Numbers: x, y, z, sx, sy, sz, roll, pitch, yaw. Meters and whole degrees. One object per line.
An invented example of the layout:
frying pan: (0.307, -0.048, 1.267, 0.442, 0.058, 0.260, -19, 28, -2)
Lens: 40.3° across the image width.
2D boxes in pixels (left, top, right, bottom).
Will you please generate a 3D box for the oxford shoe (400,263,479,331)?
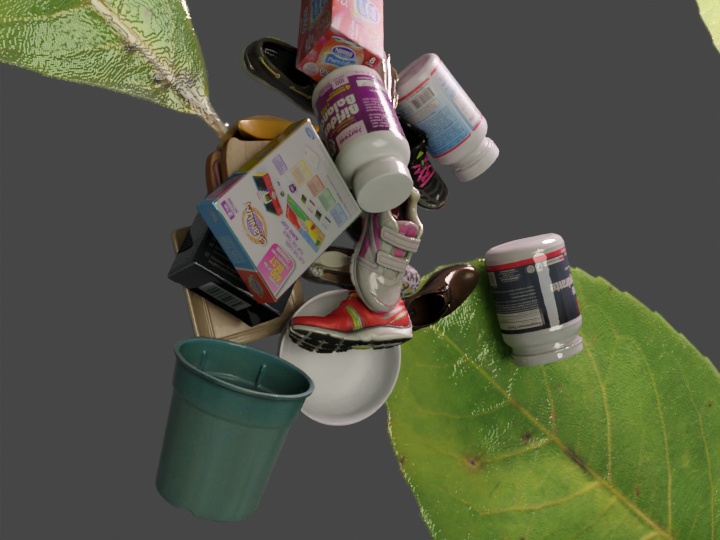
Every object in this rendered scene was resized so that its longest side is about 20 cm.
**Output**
oxford shoe: (0.132, 0.049, 1.611, 0.199, 0.084, 0.073, -33, 101, -29)

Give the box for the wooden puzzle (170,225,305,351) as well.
wooden puzzle: (-0.178, 0.013, 1.464, 0.198, 0.037, 0.188, -15, 94, -35)

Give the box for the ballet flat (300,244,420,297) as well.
ballet flat: (0.000, 0.000, 1.490, 0.198, 0.072, 0.073, 10, 81, -9)

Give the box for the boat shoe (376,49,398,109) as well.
boat shoe: (0.026, -0.255, 1.527, 0.059, 0.071, 0.202, 38, 43, -46)

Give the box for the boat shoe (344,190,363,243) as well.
boat shoe: (0.007, -0.081, 1.489, 0.199, 0.067, 0.072, 38, 81, -25)

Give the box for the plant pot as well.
plant pot: (-0.185, 0.221, 1.345, 0.198, 0.200, 0.198, 13, 100, -28)

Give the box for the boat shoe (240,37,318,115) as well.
boat shoe: (-0.086, -0.294, 1.510, 0.199, 0.060, 0.073, 21, 73, -28)

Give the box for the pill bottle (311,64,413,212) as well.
pill bottle: (0.006, -0.185, 1.392, 0.111, 0.113, 0.202, 1, 52, -30)

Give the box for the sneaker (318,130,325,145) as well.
sneaker: (-0.006, -0.138, 1.549, 0.199, 0.077, 0.086, 31, 84, -15)

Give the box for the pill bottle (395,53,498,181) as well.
pill bottle: (0.138, -0.248, 1.619, 0.200, 0.108, 0.109, 50, 65, -18)

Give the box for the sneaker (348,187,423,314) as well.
sneaker: (0.041, -0.039, 1.413, 0.081, 0.088, 0.203, 8, 81, -35)

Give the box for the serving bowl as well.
serving bowl: (-0.040, 0.129, 1.490, 0.198, 0.066, 0.203, 0, 90, -23)

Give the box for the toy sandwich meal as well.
toy sandwich meal: (-0.115, -0.127, 1.333, 0.203, 0.070, 0.208, 8, 75, -31)

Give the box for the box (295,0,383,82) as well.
box: (-0.029, -0.372, 1.490, 0.099, 0.095, 0.202, 28, 42, -26)

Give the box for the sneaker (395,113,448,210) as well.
sneaker: (0.084, -0.178, 1.595, 0.074, 0.087, 0.200, -47, 109, -24)

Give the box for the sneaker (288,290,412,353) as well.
sneaker: (-0.018, 0.072, 1.438, 0.198, 0.077, 0.086, 1, 69, -28)

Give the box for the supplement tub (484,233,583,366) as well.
supplement tub: (0.297, 0.048, 1.673, 0.139, 0.140, 0.203, -17, 95, -30)

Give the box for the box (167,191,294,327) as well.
box: (-0.157, -0.048, 1.395, 0.148, 0.107, 0.202, 32, 64, -22)

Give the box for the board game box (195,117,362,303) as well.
board game box: (-0.100, -0.079, 1.273, 0.200, 0.040, 0.154, -46, 115, -36)

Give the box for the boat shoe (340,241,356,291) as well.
boat shoe: (0.014, 0.022, 1.556, 0.071, 0.060, 0.204, 13, 80, -29)
